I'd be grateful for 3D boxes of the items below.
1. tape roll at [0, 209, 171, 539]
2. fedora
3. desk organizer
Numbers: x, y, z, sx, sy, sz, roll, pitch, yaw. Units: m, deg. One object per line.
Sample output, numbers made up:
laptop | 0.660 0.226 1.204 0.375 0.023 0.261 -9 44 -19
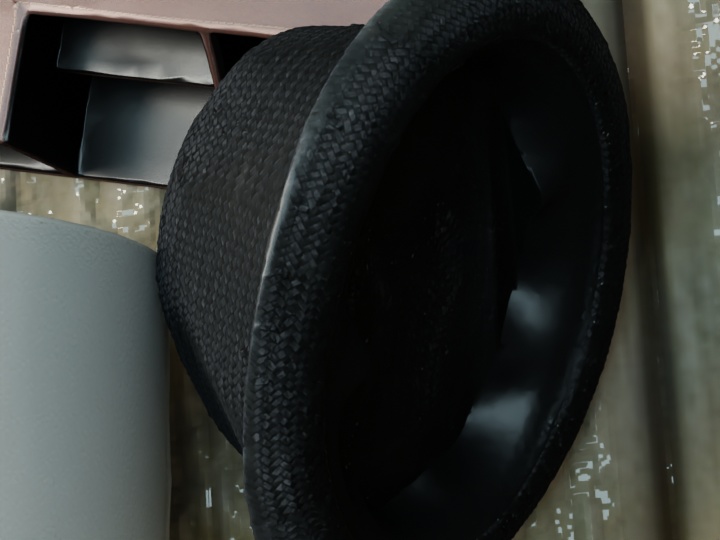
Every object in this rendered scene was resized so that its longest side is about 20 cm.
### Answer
tape roll | -0.157 0.063 0.740 0.202 0.203 0.140 -3 80 15
fedora | 0.000 0.000 0.731 0.091 0.200 0.201 20 85 35
desk organizer | -0.071 -0.070 0.809 0.199 0.072 0.077 7 84 16
